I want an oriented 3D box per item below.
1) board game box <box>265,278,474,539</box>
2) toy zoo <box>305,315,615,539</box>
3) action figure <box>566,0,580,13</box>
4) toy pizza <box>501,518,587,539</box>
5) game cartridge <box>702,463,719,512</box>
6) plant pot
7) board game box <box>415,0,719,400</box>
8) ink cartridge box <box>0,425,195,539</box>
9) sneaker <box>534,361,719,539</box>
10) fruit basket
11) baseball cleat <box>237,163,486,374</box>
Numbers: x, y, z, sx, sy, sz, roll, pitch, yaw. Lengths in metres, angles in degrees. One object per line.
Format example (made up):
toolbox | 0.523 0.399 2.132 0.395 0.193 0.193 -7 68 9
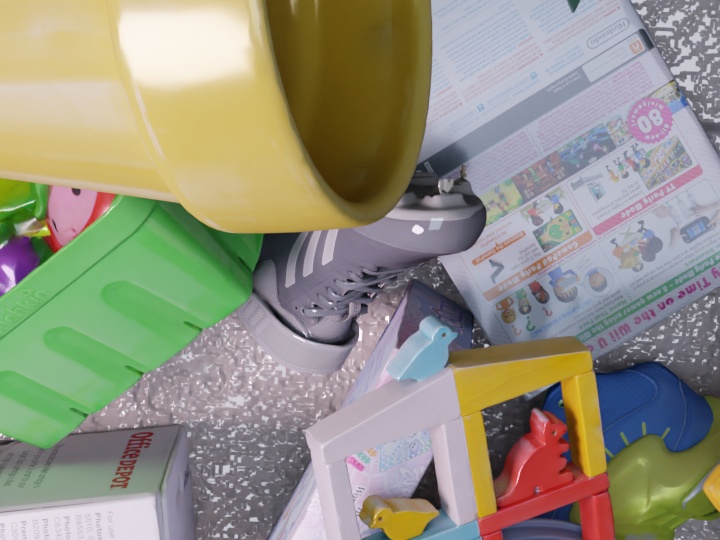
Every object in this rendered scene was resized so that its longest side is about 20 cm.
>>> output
board game box | -0.010 0.113 1.130 0.043 0.200 0.200 28 100 -1
toy zoo | 0.049 0.112 1.029 0.130 0.020 0.201 -17 116 -17
action figure | 0.120 -0.218 1.108 0.200 0.055 0.118 -42 92 -24
toy pizza | 0.059 0.205 1.101 0.199 0.032 0.202 -9 113 -20
game cartridge | 0.269 0.081 1.141 0.200 0.032 0.176 -49 127 -12
plant pot | -0.088 -0.111 0.961 0.188 0.201 0.202 -5 101 21
board game box | 0.094 -0.060 1.168 0.147 0.064 0.201 -30 98 5
ink cartridge box | -0.185 0.140 1.163 0.198 0.146 0.085 -5 100 2
sneaker | 0.104 0.117 1.179 0.199 0.076 0.105 -31 59 -20
fruit basket | -0.167 -0.041 1.112 0.214 0.156 0.217 4 132 5
baseball cleat | 0.000 0.000 1.121 0.069 0.200 0.107 -4 97 -26
